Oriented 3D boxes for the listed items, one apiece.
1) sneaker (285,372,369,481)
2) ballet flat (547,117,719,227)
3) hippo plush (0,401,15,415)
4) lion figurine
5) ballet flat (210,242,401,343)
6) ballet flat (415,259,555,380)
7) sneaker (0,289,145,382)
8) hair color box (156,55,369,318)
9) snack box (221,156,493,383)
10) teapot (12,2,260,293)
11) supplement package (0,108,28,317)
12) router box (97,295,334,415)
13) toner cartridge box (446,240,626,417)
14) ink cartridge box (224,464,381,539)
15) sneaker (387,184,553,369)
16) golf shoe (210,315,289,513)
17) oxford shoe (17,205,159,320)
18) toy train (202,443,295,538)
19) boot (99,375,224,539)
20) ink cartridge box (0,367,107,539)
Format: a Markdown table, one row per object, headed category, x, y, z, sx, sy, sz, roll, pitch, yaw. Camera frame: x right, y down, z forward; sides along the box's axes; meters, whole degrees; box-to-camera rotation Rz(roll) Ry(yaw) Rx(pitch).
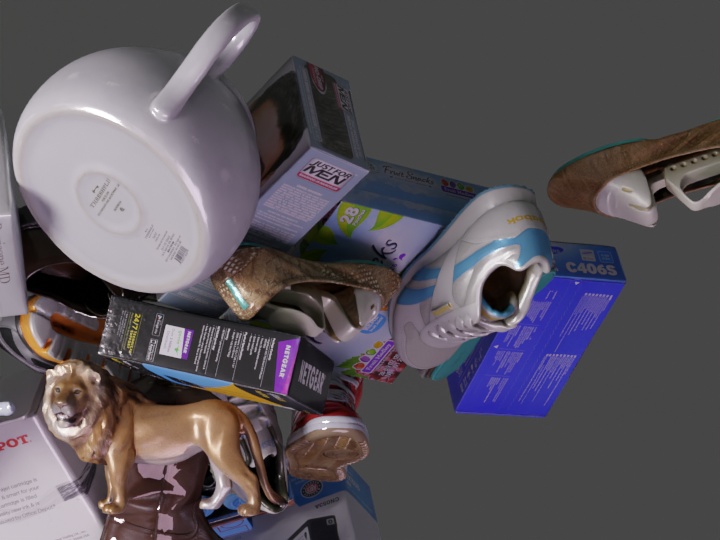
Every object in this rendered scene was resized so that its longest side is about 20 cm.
| category | x | y | z | sx | sy | sz | roll | pitch | yaw |
| --- | --- | --- | --- | --- | --- | --- | --- | --- | --- |
| sneaker | -0.028 | 0.114 | 1.802 | 0.071 | 0.113 | 0.200 | 7 | 164 | -6 |
| ballet flat | 0.255 | -0.075 | 1.706 | 0.200 | 0.072 | 0.068 | -15 | 141 | 3 |
| hippo plush | -0.396 | 0.093 | 1.651 | 0.161 | 0.200 | 0.159 | 26 | 106 | -29 |
| lion figurine | -0.157 | 0.134 | 1.676 | 0.199 | 0.123 | 0.072 | 1 | 180 | -8 |
| ballet flat | -0.035 | 0.025 | 1.608 | 0.200 | 0.065 | 0.071 | 6 | 141 | -46 |
| ballet flat | 0.094 | 0.026 | 1.779 | 0.067 | 0.064 | 0.200 | -18 | 160 | -38 |
| sneaker | -0.232 | 0.066 | 1.753 | 0.077 | 0.078 | 0.200 | -4 | 154 | 34 |
| hair color box | -0.083 | -0.061 | 1.606 | 0.061 | 0.099 | 0.200 | 22 | 130 | -35 |
| snack box | 0.000 | 0.000 | 1.729 | 0.168 | 0.068 | 0.200 | 13 | 133 | -30 |
| teapot | -0.146 | -0.093 | 1.519 | 0.200 | 0.146 | 0.198 | 3 | 129 | 33 |
| supplement package | -0.356 | -0.033 | 1.548 | 0.199 | 0.117 | 0.117 | -8 | 138 | -7 |
| router box | -0.108 | 0.068 | 1.618 | 0.149 | 0.051 | 0.200 | 12 | 174 | 9 |
| toner cartridge box | 0.155 | 0.055 | 1.860 | 0.095 | 0.043 | 0.200 | 4 | 139 | -20 |
| ink cartridge box | -0.053 | 0.296 | 1.970 | 0.145 | 0.200 | 0.084 | -22 | 141 | 12 |
| sneaker | 0.085 | 0.022 | 1.666 | 0.076 | 0.081 | 0.200 | 4 | 139 | -29 |
| golf shoe | -0.097 | 0.121 | 1.796 | 0.078 | 0.097 | 0.200 | -26 | 122 | -18 |
| oxford shoe | -0.192 | 0.011 | 1.677 | 0.200 | 0.085 | 0.073 | 8 | 135 | -27 |
| toy train | -0.155 | 0.211 | 1.937 | 0.200 | 0.087 | 0.114 | -17 | 150 | 2 |
| boot | -0.129 | 0.183 | 1.761 | 0.186 | 0.064 | 0.200 | 4 | 105 | -18 |
| ink cartridge box | -0.293 | 0.194 | 1.810 | 0.145 | 0.084 | 0.200 | -17 | 120 | 15 |
